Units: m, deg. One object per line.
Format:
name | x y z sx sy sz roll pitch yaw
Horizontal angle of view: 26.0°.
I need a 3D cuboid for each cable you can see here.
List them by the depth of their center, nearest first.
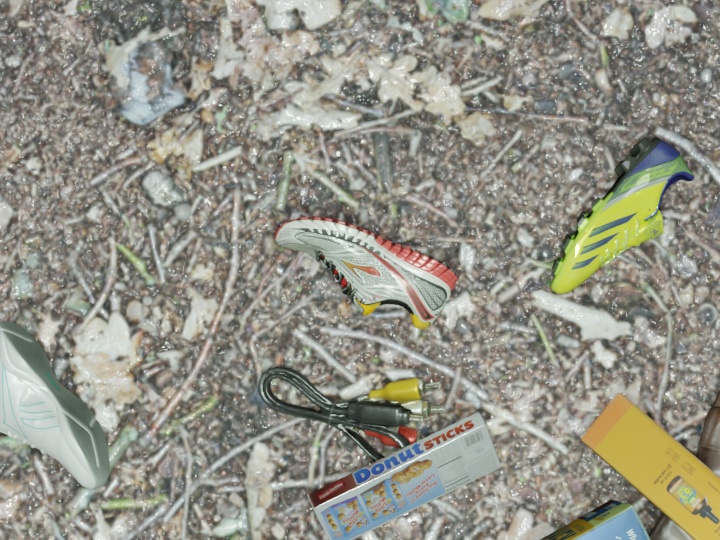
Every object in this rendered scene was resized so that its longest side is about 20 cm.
cable | -0.011 0.154 1.657 0.197 0.050 0.099 7 101 13

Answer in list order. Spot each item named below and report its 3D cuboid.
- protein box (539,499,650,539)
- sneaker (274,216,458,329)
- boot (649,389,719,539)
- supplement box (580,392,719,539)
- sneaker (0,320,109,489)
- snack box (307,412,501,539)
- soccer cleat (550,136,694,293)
protein box | 0.225 0.369 1.575 0.198 0.135 0.200 -28 85 -3
sneaker | 0.000 0.000 1.642 0.198 0.078 0.083 22 86 2
boot | 0.414 0.249 1.622 0.185 0.064 0.202 24 82 16
supplement box | 0.321 0.216 1.590 0.067 0.069 0.200 -48 62 0
sneaker | -0.338 0.153 1.640 0.080 0.070 0.201 -40 82 12
snack box | 0.047 0.219 1.625 0.198 0.072 0.024 -25 42 -2
soccer cleat | 0.278 -0.048 1.653 0.083 0.065 0.201 38 85 1
